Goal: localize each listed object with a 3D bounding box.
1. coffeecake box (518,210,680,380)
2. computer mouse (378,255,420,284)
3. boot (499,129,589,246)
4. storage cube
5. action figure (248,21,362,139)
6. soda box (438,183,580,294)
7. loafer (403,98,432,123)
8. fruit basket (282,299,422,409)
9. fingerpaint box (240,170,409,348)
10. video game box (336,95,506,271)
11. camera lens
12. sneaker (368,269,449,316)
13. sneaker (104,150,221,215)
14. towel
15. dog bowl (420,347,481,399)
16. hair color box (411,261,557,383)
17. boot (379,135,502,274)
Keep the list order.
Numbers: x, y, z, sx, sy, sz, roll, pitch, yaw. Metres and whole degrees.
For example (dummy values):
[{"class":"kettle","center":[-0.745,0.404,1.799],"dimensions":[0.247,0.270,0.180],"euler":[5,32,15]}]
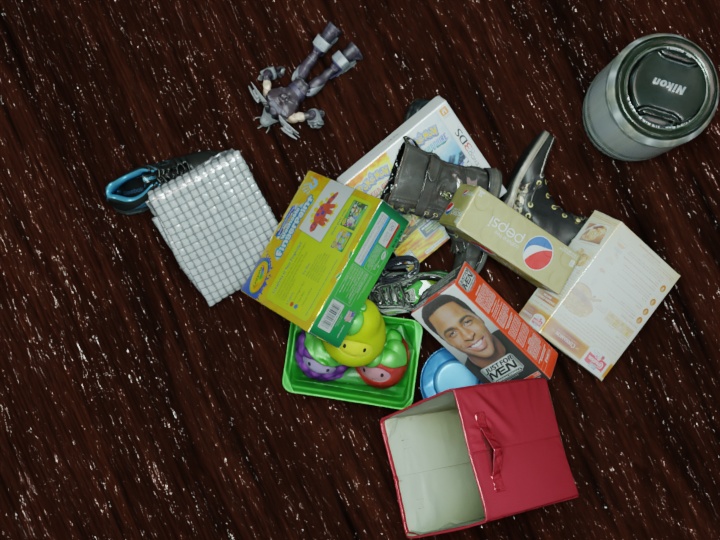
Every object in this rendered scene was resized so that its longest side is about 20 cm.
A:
[{"class":"coffeecake box","center":[0.360,0.039,1.315],"dimensions":[0.153,0.073,0.201],"euler":[35,93,-26]},{"class":"computer mouse","center":[0.000,0.000,1.345],"dimensions":[0.198,0.034,0.059],"euler":[1,61,25]},{"class":"boot","center":[0.297,-0.100,1.356],"dimensions":[0.150,0.073,0.201],"euler":[25,87,0]},{"class":"storage cube","center":[0.162,0.257,1.196],"dimensions":[0.178,0.200,0.173],"euler":[-1,69,-36]},{"class":"action figure","center":[-0.089,-0.291,1.369],"dimensions":[0.200,0.069,0.130],"euler":[-44,96,3]},{"class":"soda box","center":[0.215,-0.046,1.250],"dimensions":[0.199,0.064,0.068],"euler":[31,88,-21]},{"class":"loafer","center":[0.091,-0.169,1.364],"dimensions":[0.072,0.072,0.202],"euler":[5,107,-19]},{"class":"fruit basket","center":[-0.010,0.117,1.289],"dimensions":[0.213,0.216,0.157],"euler":[8,88,1]},{"class":"fingerpaint box","center":[-0.051,-0.018,1.211],"dimensions":[0.166,0.073,0.201],"euler":[25,84,44]},{"class":"video game box","center":[0.095,-0.129,1.315],"dimensions":[0.200,0.047,0.183],"euler":[-39,113,2]},{"class":"camera lens","center":[0.425,-0.251,1.295],"dimensions":[0.158,0.200,0.162],"euler":[0,88,0]},{"class":"sneaker","center":[0.060,0.032,1.348],"dimensions":[0.198,0.085,0.079],"euler":[-9,88,1]},{"class":"sneaker","center":[-0.300,-0.136,1.356],"dimensions":[0.198,0.082,0.074],"euler":[-21,85,-2]},{"class":"towel","center":[-0.215,-0.071,1.333],"dimensions":[0.165,0.086,0.201],"euler":[-28,110,0]},{"class":"dog bowl","center":[0.190,0.182,1.360],"dimensions":[0.198,0.050,0.113],"euler":[12,88,1]},{"class":"hair color box","center":[0.181,0.093,1.267],"dimensions":[0.200,0.061,0.101],"euler":[44,132,-8]},{"class":"boot","center":[0.107,-0.084,1.279],"dimensions":[0.172,0.069,0.202],"euler":[9,98,-19]}]
